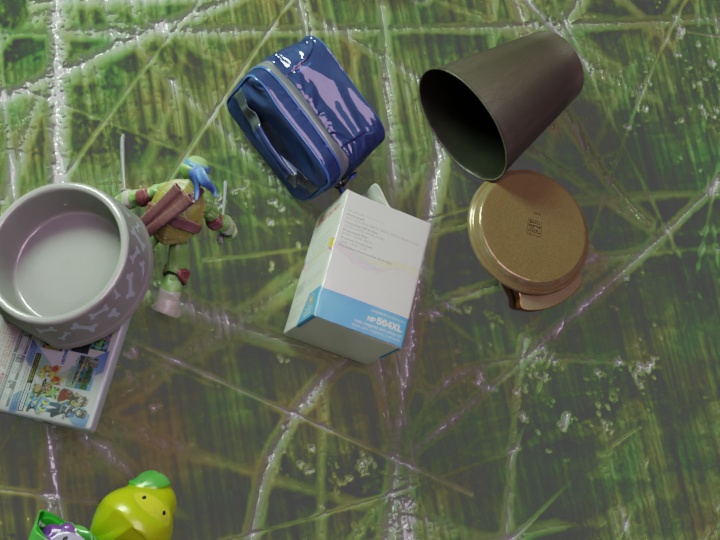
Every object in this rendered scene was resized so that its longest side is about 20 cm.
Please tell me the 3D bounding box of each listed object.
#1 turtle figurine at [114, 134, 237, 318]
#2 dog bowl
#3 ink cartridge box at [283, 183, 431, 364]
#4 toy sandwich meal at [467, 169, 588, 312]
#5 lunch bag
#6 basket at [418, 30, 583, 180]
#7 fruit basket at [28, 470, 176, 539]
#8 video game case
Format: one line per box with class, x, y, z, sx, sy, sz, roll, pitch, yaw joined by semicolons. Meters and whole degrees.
turtle figurine;-0.238;-0.049;1.538;0.144;0.200;0.195;24;88;-37
dog bowl;-0.344;-0.012;1.424;0.199;0.059;0.201;-3;69;9
ink cartridge box;0.000;0.000;1.585;0.125;0.129;0.201;21;70;-15
toy sandwich meal;0.234;-0.043;1.725;0.204;0.070;0.206;6;71;-16
lunch bag;-0.074;-0.186;1.603;0.132;0.136;0.200;-38;93;-25
basket;0.212;-0.248;1.736;0.200;0.136;0.181;-33;84;-29
fruit basket;-0.276;0.325;1.392;0.215;0.155;0.217;0;90;-11
video game case;-0.368;0.077;1.440;0.182;0.022;0.201;11;70;10
